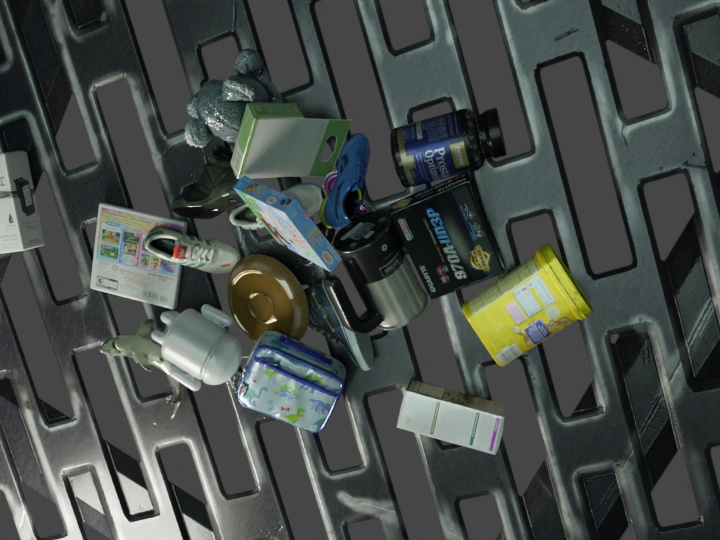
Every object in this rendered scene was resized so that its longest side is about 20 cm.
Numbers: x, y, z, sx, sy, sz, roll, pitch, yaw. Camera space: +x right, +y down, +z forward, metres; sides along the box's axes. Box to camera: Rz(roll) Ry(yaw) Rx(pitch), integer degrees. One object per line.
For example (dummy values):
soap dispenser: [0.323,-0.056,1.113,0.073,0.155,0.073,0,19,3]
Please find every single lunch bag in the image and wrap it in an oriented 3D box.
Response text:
lunch bag: [-0.135,0.218,1.556,0.197,0.083,0.162,26,117,-8]

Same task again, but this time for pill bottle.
pill bottle: [0.160,-0.227,1.430,0.196,0.112,0.114,-13,97,15]

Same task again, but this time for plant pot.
plant pot: [-0.191,0.069,1.565,0.196,0.027,0.204,12,115,26]

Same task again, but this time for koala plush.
koala plush: [-0.237,-0.297,1.459,0.176,0.200,0.185,-37,91,15]

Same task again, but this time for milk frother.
milk frother: [0.000,0.000,1.490,0.178,0.200,0.190,-31,119,-6]

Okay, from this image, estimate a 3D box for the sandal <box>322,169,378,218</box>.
sandal: [-0.007,-0.100,1.519,0.082,0.050,0.203,-40,91,17]

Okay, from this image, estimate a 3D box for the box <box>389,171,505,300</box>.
box: [0.162,-0.061,1.455,0.156,0.046,0.202,-20,117,14]

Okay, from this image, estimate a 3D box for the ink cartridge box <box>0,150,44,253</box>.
ink cartridge box: [-0.765,-0.140,1.660,0.141,0.084,0.205,-6,98,13]

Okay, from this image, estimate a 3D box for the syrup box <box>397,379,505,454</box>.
syrup box: [0.178,0.282,1.528,0.196,0.079,0.083,15,102,9]

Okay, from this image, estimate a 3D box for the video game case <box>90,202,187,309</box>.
video game case: [-0.463,-0.031,1.645,0.196,0.024,0.186,13,101,11]

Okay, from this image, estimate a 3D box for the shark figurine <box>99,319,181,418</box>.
shark figurine: [-0.444,0.199,1.666,0.214,0.129,0.089,44,132,-16]

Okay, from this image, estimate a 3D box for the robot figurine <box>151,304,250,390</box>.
robot figurine: [-0.322,0.155,1.598,0.198,0.113,0.172,30,96,6]

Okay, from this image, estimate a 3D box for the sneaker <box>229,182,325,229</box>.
sneaker: [-0.164,-0.117,1.533,0.196,0.087,0.077,-16,94,13]

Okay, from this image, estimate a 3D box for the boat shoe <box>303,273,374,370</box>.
boat shoe: [-0.048,0.114,1.560,0.090,0.071,0.203,-25,90,22]

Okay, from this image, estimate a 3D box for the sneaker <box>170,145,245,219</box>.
sneaker: [-0.296,-0.172,1.564,0.197,0.076,0.117,-17,62,37]

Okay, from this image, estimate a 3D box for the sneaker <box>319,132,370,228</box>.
sneaker: [-0.009,-0.167,1.457,0.078,0.066,0.203,-5,57,46]

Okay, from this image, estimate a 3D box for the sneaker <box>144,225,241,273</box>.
sneaker: [-0.336,-0.033,1.566,0.196,0.094,0.072,17,102,-5]

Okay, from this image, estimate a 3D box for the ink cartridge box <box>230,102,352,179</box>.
ink cartridge box: [-0.128,-0.237,1.456,0.048,0.196,0.147,61,143,32]

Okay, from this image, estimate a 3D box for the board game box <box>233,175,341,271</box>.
board game box: [-0.132,-0.086,1.406,0.037,0.199,0.152,-46,127,-13]

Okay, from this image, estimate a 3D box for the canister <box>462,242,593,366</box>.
canister: [0.306,0.066,1.462,0.198,0.087,0.150,-35,91,17]
